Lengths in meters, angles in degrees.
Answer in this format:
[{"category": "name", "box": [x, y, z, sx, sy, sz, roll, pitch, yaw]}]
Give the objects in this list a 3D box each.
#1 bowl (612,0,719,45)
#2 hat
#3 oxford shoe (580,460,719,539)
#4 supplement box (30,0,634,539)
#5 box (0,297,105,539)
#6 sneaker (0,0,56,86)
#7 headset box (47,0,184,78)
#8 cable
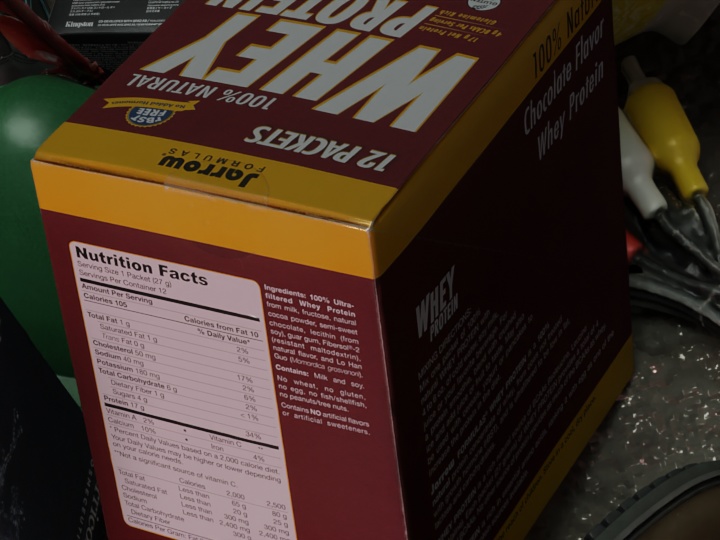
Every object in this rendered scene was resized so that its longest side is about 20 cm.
[{"category": "bowl", "box": [0.113, -0.157, 1.198, 0.107, 0.200, 0.201, 33, 67, -2]}, {"category": "hat", "box": [-0.112, -0.059, 1.140, 0.198, 0.176, 0.167, 8, 56, -8]}, {"category": "oxford shoe", "box": [0.136, 0.113, 0.991, 0.199, 0.073, 0.084, -9, 46, -42]}, {"category": "supplement box", "box": [0.000, 0.000, 1.056, 0.132, 0.201, 0.197, 12, 40, 25]}, {"category": "box", "box": [-0.192, 0.108, 1.077, 0.117, 0.200, 0.198, -3, 56, 18]}, {"category": "sneaker", "box": [-0.183, -0.143, 1.329, 0.075, 0.079, 0.200, -31, 51, -4]}, {"category": "headset box", "box": [-0.042, -0.163, 1.298, 0.148, 0.075, 0.201, 0, 56, 18]}, {"category": "cable", "box": [0.129, -0.003, 1.142, 0.097, 0.050, 0.200, -35, 52, -10]}]
